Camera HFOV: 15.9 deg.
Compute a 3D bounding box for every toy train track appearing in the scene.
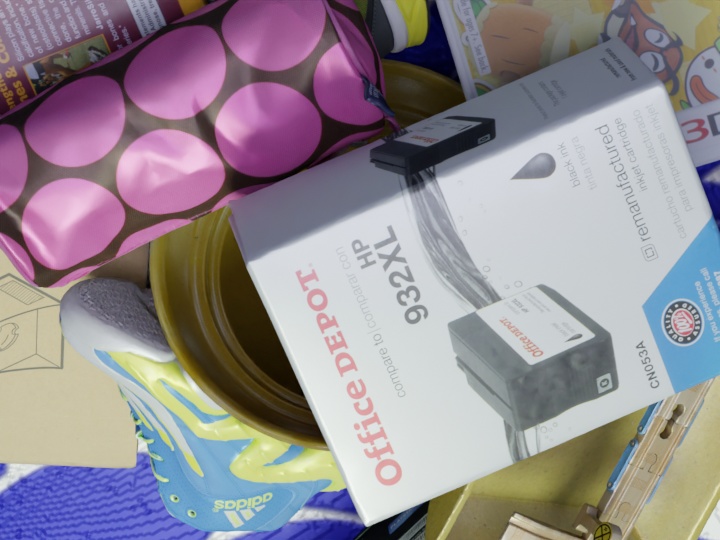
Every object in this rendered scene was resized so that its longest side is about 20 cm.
[{"bbox_3d":[0.142,0.117,1.301,0.115,0.033,0.200,22,99,-33],"label":"toy train track"}]

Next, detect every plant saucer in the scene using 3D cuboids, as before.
[{"bbox_3d":[0.130,0.066,1.328,0.200,0.048,0.200,11,112,-45],"label":"plant saucer"}]

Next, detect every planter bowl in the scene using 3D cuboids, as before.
[{"bbox_3d":[0.000,0.000,1.294,0.200,0.083,0.200,-2,76,6],"label":"planter bowl"}]

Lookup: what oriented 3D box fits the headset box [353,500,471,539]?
[{"bbox_3d":[0.056,0.239,1.398,0.200,0.093,0.174,41,101,-17],"label":"headset box"}]

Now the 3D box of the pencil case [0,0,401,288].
[{"bbox_3d":[-0.084,-0.063,1.199,0.200,0.091,0.094,-24,124,7],"label":"pencil case"}]

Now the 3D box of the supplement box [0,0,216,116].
[{"bbox_3d":[-0.177,-0.126,1.253,0.200,0.086,0.110,-22,111,3],"label":"supplement box"}]

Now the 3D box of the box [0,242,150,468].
[{"bbox_3d":[-0.211,0.026,1.334,0.200,0.021,0.164,3,115,-6],"label":"box"}]

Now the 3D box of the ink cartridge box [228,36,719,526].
[{"bbox_3d":[0.060,0.005,1.167,0.200,0.084,0.145,-23,111,0],"label":"ink cartridge box"}]

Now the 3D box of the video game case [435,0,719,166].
[{"bbox_3d":[0.124,-0.142,1.212,0.182,0.023,0.200,-17,90,18],"label":"video game case"}]

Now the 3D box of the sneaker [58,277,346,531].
[{"bbox_3d":[-0.090,0.083,1.326,0.200,0.076,0.105,30,113,-29],"label":"sneaker"}]

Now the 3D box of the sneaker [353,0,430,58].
[{"bbox_3d":[-0.045,-0.175,1.235,0.085,0.074,0.200,-37,103,-12],"label":"sneaker"}]
